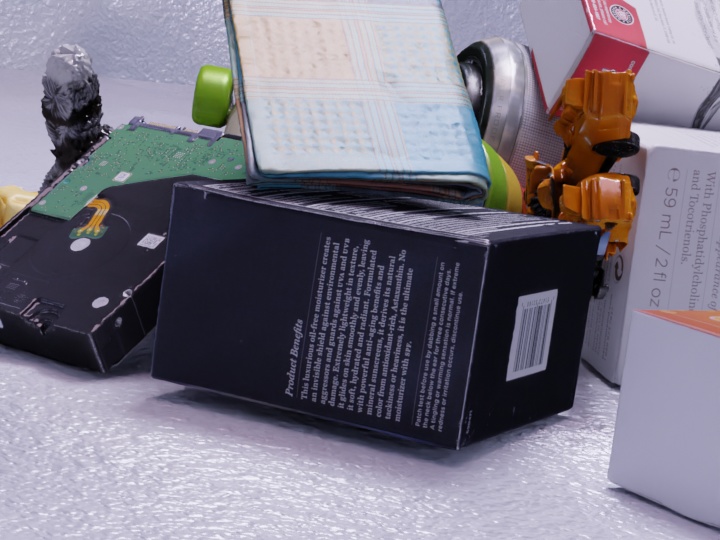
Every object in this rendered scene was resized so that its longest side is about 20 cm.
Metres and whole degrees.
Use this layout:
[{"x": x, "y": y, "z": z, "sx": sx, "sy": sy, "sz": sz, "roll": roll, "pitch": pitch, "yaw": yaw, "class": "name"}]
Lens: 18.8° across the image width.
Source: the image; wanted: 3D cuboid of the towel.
[{"x": -0.006, "y": -0.113, "z": 1.306, "sx": 0.146, "sy": 0.022, "sz": 0.201, "roll": 3, "pitch": 42, "yaw": -14, "class": "towel"}]

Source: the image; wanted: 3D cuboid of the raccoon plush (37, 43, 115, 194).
[{"x": -0.158, "y": -0.083, "z": 1.620, "sx": 0.097, "sy": 0.201, "sz": 0.134, "roll": 32, "pitch": 42, "yaw": 31, "class": "raccoon plush"}]

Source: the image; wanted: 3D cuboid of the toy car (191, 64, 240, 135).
[{"x": -0.077, "y": -0.081, "z": 1.988, "sx": 0.163, "sy": 0.159, "sz": 0.200, "roll": 11, "pitch": -20, "yaw": 0, "class": "toy car"}]

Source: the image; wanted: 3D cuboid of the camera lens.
[{"x": 0.150, "y": -0.083, "z": 1.692, "sx": 0.199, "sy": 0.161, "sz": 0.160, "roll": 16, "pitch": 6, "yaw": -17, "class": "camera lens"}]

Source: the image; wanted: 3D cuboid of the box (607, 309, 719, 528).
[{"x": 0.251, "y": 0.080, "z": 1.170, "sx": 0.199, "sy": 0.098, "sz": 0.124, "roll": 1, "pitch": 11, "yaw": -36, "class": "box"}]

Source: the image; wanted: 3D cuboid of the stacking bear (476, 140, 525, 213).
[{"x": 0.071, "y": -0.041, "z": 1.538, "sx": 0.200, "sy": 0.122, "sz": 0.114, "roll": 25, "pitch": 16, "yaw": -43, "class": "stacking bear"}]

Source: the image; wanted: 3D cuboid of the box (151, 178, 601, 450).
[{"x": 0.013, "y": 0.019, "z": 1.284, "sx": 0.197, "sy": 0.124, "sz": 0.200, "roll": 12, "pitch": 8, "yaw": 24, "class": "box"}]

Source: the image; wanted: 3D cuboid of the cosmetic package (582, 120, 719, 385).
[{"x": 0.260, "y": -0.008, "z": 1.527, "sx": 0.199, "sy": 0.168, "sz": 0.166, "roll": 5, "pitch": 9, "yaw": -11, "class": "cosmetic package"}]

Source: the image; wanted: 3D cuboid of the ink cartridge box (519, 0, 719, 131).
[{"x": 0.232, "y": -0.161, "z": 1.633, "sx": 0.199, "sy": 0.083, "sz": 0.147, "roll": 16, "pitch": 37, "yaw": -18, "class": "ink cartridge box"}]

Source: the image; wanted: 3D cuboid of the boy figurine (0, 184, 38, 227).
[{"x": -0.255, "y": -0.048, "z": 1.713, "sx": 0.199, "sy": 0.065, "sz": 0.124, "roll": 5, "pitch": 11, "yaw": -35, "class": "boy figurine"}]

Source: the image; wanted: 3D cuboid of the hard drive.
[{"x": -0.151, "y": -0.020, "z": 1.363, "sx": 0.139, "sy": 0.038, "sz": 0.200, "roll": 13, "pitch": 45, "yaw": 34, "class": "hard drive"}]

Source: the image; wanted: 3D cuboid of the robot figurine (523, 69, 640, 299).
[{"x": 0.143, "y": -0.055, "z": 1.432, "sx": 0.058, "sy": 0.146, "sz": 0.200, "roll": 4, "pitch": -15, "yaw": -4, "class": "robot figurine"}]
